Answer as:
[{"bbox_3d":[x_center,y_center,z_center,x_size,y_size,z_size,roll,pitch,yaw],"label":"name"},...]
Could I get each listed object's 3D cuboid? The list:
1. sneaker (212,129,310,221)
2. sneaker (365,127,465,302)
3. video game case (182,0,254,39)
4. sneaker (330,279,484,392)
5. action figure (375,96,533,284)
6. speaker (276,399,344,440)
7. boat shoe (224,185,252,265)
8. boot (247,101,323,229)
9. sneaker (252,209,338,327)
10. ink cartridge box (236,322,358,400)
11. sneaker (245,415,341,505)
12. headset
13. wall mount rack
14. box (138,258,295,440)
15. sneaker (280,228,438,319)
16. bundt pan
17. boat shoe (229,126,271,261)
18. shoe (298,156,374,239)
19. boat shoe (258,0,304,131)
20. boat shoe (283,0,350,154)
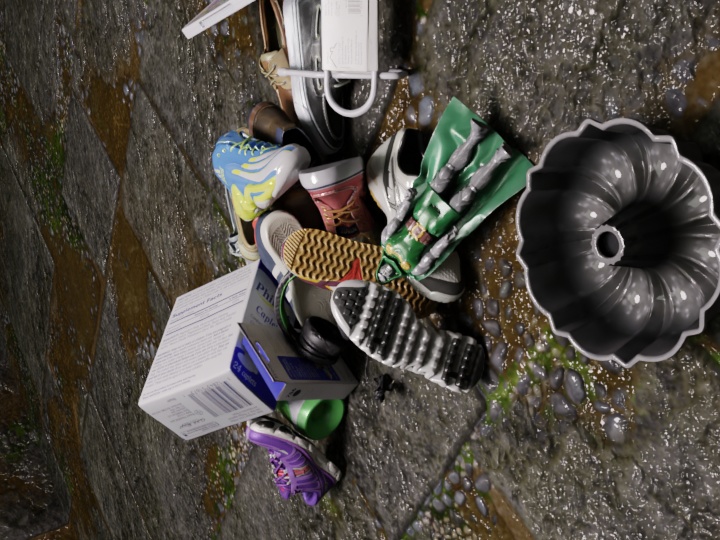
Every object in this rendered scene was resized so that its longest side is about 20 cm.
[{"bbox_3d":[-0.134,-0.128,0.935,0.106,0.076,0.199,49,151,-6],"label":"sneaker"},{"bbox_3d":[0.069,-0.065,0.857,0.088,0.074,0.203,-44,65,49],"label":"sneaker"},{"bbox_3d":[-0.145,-0.376,1.015,0.198,0.144,0.018,-1,135,53],"label":"video game case"},{"bbox_3d":[0.043,0.075,0.859,0.076,0.198,0.081,-63,22,-12],"label":"sneaker"},{"bbox_3d":[0.077,-0.060,0.798,0.118,0.054,0.201,43,115,13],"label":"action figure"},{"bbox_3d":[-0.109,0.167,1.157,0.199,0.087,0.090,34,126,43],"label":"speaker"},{"bbox_3d":[-0.174,-0.054,1.192,0.069,0.070,0.206,-1,99,53],"label":"boat shoe"},{"bbox_3d":[-0.086,-0.116,1.010,0.097,0.074,0.203,37,153,57],"label":"boot"},{"bbox_3d":[-0.089,0.003,1.067,0.084,0.074,0.203,21,138,57],"label":"sneaker"},{"bbox_3d":[-0.089,0.123,1.026,0.039,0.199,0.100,-45,61,17],"label":"ink cartridge box"},{"bbox_3d":[-0.099,0.278,1.099,0.080,0.084,0.201,17,154,47],"label":"sneaker"},{"bbox_3d":[-0.030,0.080,0.997,0.123,0.094,0.201,-37,101,15],"label":"headset"},{"bbox_3d":[-0.030,-0.283,0.879,0.169,0.075,0.205,5,107,16],"label":"wall mount rack"},{"bbox_3d":[-0.198,0.115,1.107,0.181,0.105,0.203,-22,39,29],"label":"box"},{"bbox_3d":[0.000,0.000,0.921,0.090,0.196,0.077,-173,106,-82],"label":"sneaker"},{"bbox_3d":[0.229,-0.028,0.650,0.200,0.074,0.207,22,117,49],"label":"bundt pan"},{"bbox_3d":[-0.159,-0.119,1.119,0.063,0.071,0.206,100,168,-75],"label":"boat shoe"},{"bbox_3d":[-0.020,-0.082,0.910,0.200,0.070,0.093,-55,-47,-79],"label":"shoe"},{"bbox_3d":[-0.102,-0.278,1.027,0.075,0.073,0.206,6,104,52],"label":"boat shoe"},{"bbox_3d":[-0.045,-0.248,0.962,0.069,0.072,0.205,-3,109,31],"label":"boat shoe"}]
